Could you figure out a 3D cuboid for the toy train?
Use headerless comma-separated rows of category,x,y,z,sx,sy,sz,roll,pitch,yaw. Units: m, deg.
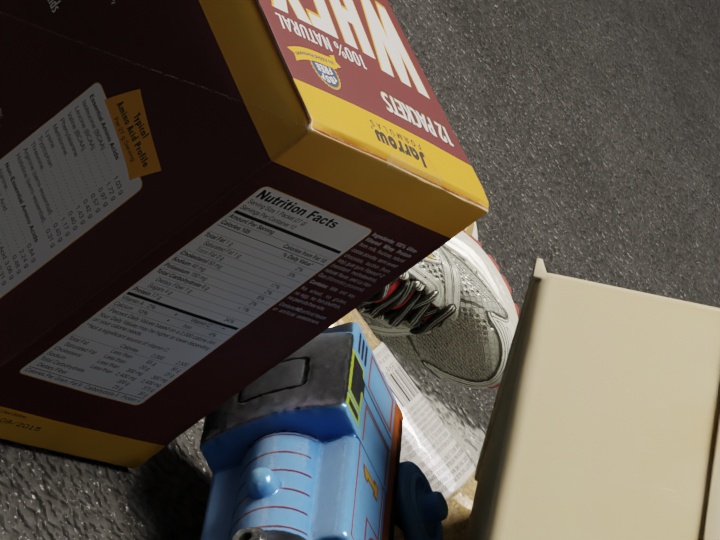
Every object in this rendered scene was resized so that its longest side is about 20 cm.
toy train,-0.020,0.115,0.961,0.200,0.086,0.114,-82,150,-57

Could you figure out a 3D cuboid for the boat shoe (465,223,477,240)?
boat shoe,0.030,-0.034,1.371,0.200,0.071,0.069,-103,177,-60

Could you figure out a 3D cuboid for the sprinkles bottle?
sprinkles bottle,0.015,0.094,1.123,0.200,0.068,0.068,54,21,-1

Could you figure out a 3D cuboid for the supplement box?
supplement box,-0.092,-0.062,0.945,0.133,0.200,0.198,22,38,-56

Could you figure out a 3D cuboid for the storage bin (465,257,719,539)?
storage bin,0.087,0.135,0.964,0.093,0.199,0.200,12,54,2

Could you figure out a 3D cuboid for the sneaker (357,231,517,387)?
sneaker,0.000,0.000,1.222,0.200,0.078,0.082,38,29,-15
